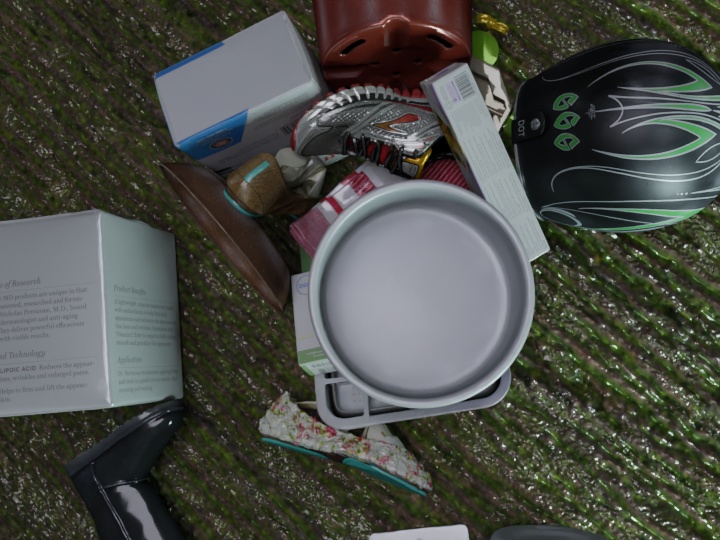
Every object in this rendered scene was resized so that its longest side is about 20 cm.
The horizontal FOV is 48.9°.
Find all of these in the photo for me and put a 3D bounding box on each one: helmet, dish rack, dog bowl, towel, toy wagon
[{"bbox_3d":[0.260,-0.127,0.759,0.190,0.200,0.201,-3,83,29],"label":"helmet"},{"bbox_3d":[0.051,0.077,0.831,0.199,0.044,0.172,-11,62,11],"label":"dish rack"},{"bbox_3d":[0.053,0.023,0.724,0.199,0.079,0.201,0,83,0],"label":"dog bowl"},{"bbox_3d":[0.043,-0.059,0.804,0.200,0.023,0.144,-42,68,-7],"label":"towel"},{"bbox_3d":[0.101,-0.182,0.867,0.155,0.040,0.200,29,90,14],"label":"toy wagon"}]

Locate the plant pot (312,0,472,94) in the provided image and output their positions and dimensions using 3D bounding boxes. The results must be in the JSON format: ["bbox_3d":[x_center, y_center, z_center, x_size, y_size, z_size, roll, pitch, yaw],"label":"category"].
[{"bbox_3d":[0.032,-0.288,0.795,0.200,0.201,0.196,-7,73,12],"label":"plant pot"}]

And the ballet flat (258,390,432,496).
[{"bbox_3d":[-0.012,0.178,0.841,0.199,0.076,0.064,17,72,10],"label":"ballet flat"}]

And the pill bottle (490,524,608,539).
[{"bbox_3d":[0.181,0.356,0.753,0.119,0.120,0.201,0,85,13],"label":"pill bottle"}]

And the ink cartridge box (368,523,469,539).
[{"bbox_3d":[0.067,0.371,0.803,0.115,0.067,0.201,-10,82,12],"label":"ink cartridge box"}]

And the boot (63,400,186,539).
[{"bbox_3d":[-0.222,0.268,0.878,0.165,0.066,0.200,-35,75,16],"label":"boot"}]

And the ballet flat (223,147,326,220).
[{"bbox_3d":[-0.074,-0.093,0.812,0.068,0.200,0.072,46,102,9],"label":"ballet flat"}]

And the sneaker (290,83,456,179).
[{"bbox_3d":[0.031,-0.132,0.769,0.199,0.078,0.082,-7,72,-9],"label":"sneaker"}]

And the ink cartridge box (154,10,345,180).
[{"bbox_3d":[-0.098,-0.162,0.827,0.146,0.200,0.086,-23,78,9],"label":"ink cartridge box"}]

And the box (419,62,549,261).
[{"bbox_3d":[0.119,-0.097,0.748,0.041,0.039,0.200,-31,109,-4],"label":"box"}]

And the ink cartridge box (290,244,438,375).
[{"bbox_3d":[0.000,0.000,0.834,0.145,0.048,0.201,-13,64,10],"label":"ink cartridge box"}]

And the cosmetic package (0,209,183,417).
[{"bbox_3d":[-0.307,0.052,0.870,0.164,0.165,0.201,-7,82,12],"label":"cosmetic package"}]

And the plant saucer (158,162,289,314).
[{"bbox_3d":[-0.134,-0.041,0.830,0.037,0.200,0.200,-39,77,-11],"label":"plant saucer"}]
